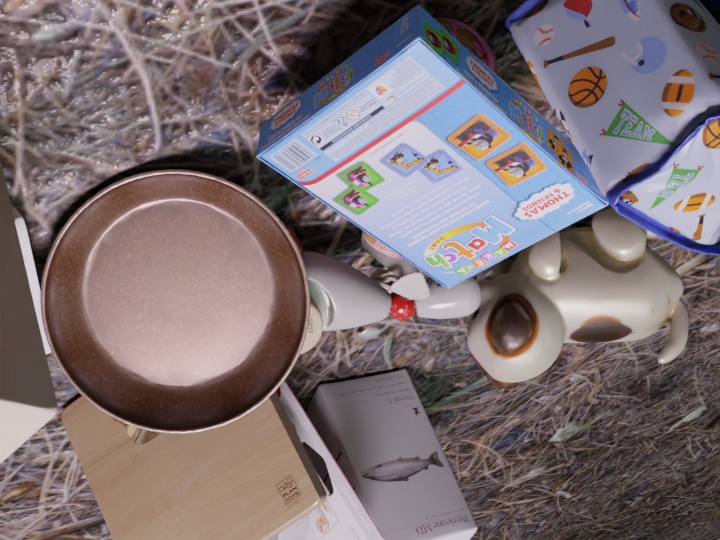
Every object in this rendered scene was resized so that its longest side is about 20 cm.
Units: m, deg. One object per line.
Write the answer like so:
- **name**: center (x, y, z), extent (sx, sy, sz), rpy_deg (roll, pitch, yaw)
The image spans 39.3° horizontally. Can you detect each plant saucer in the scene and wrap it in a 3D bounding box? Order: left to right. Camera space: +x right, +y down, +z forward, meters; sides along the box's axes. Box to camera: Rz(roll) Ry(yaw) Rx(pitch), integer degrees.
- **plant saucer**: center (-0.137, 0.022, 0.760), extent (0.197, 0.037, 0.204), rpy_deg (-1, 104, -6)

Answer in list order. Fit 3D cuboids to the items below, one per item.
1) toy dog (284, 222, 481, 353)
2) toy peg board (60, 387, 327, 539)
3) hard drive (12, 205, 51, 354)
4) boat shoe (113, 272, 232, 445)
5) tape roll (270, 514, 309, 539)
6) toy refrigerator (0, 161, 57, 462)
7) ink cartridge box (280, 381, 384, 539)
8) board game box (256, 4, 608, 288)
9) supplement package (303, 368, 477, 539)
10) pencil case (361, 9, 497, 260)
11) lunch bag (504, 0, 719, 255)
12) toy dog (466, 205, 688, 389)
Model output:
- **toy dog**: center (0.000, 0.000, 0.854), extent (0.198, 0.131, 0.098), rpy_deg (-15, 118, -29)
- **toy peg board**: center (-0.137, 0.163, 0.915), extent (0.199, 0.201, 0.098), rpy_deg (-35, 163, 16)
- **hard drive**: center (-0.315, 0.049, 0.688), extent (0.198, 0.025, 0.133), rpy_deg (-29, 140, -31)
- **boat shoe**: center (-0.154, 0.049, 0.834), extent (0.201, 0.067, 0.072), rpy_deg (-56, 168, 15)
- **tape roll**: center (-0.119, 0.236, 1.011), extent (0.037, 0.205, 0.204), rpy_deg (2, 139, -36)
- **toy refrigerator**: center (-0.246, 0.010, 0.591), extent (0.070, 0.202, 0.076), rpy_deg (-38, 147, 20)
- **ink cartridge box**: center (-0.060, 0.229, 1.039), extent (0.044, 0.201, 0.177), rpy_deg (-12, 150, -47)
- **board game box**: center (0.052, -0.072, 0.693), extent (0.150, 0.037, 0.199), rpy_deg (-29, 132, 35)
- **supplement package**: center (0.022, 0.229, 1.100), extent (0.115, 0.202, 0.118), rpy_deg (-7, 145, -28)
- **pencil case**: center (0.045, -0.093, 0.763), extent (0.082, 0.087, 0.201), rpy_deg (-32, 152, -25)
- **lunch bag**: center (0.218, -0.112, 0.692), extent (0.123, 0.172, 0.199), rpy_deg (-35, 147, 25)
- **toy dog**: center (0.188, 0.032, 0.952), extent (0.198, 0.196, 0.140), rpy_deg (-25, 162, -13)
